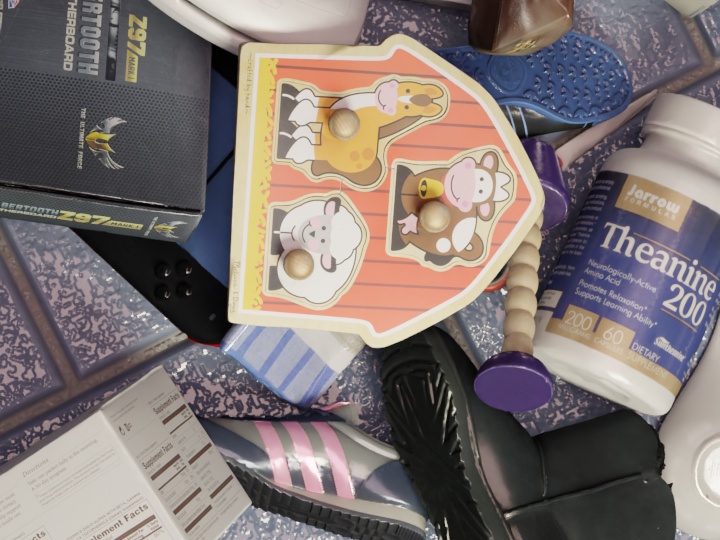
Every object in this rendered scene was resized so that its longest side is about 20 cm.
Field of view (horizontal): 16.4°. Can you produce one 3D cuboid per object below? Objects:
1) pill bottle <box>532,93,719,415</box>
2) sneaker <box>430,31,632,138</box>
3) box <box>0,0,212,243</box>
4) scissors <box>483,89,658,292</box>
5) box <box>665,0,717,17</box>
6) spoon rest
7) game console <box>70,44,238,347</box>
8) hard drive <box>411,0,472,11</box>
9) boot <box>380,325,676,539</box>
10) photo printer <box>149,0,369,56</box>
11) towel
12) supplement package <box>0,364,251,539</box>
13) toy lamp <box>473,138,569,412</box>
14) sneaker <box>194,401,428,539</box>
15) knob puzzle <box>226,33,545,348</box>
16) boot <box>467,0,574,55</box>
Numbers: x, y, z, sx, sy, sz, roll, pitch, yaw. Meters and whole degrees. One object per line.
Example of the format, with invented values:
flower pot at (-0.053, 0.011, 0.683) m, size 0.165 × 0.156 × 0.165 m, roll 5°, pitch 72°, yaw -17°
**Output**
pill bottle at (0.197, -0.013, 1.686) m, size 0.111 × 0.111 × 0.200 m, roll 26°, pitch 83°, yaw -6°
sneaker at (0.088, -0.121, 1.704) m, size 0.200 × 0.078 × 0.070 m, roll -3°, pitch 80°, yaw -30°
box at (-0.177, -0.125, 1.606) m, size 0.157 × 0.051 × 0.200 m, roll 9°, pitch 65°, yaw -16°
scissors at (0.120, -0.071, 1.727) m, size 0.073 × 0.014 × 0.200 m, roll 40°, pitch 83°, yaw -2°
box at (0.252, -0.291, 1.705) m, size 0.109 × 0.128 × 0.200 m, roll 36°, pitch 82°, yaw -3°
spoon rest at (0.259, 0.088, 1.723) m, size 0.099 × 0.061 × 0.201 m, roll 11°, pitch 98°, yaw -6°
game console at (-0.086, -0.066, 1.644) m, size 0.177 × 0.031 × 0.200 m, roll 41°, pitch 90°, yaw 20°
hard drive at (0.092, -0.276, 1.712) m, size 0.132 × 0.025 × 0.200 m, roll 12°, pitch 84°, yaw 14°
boot at (0.115, 0.116, 1.665) m, size 0.168 × 0.076 × 0.201 m, roll -13°, pitch 77°, yaw -37°
photo printer at (-0.065, -0.219, 1.624) m, size 0.166 × 0.069 × 0.200 m, roll 27°, pitch 45°, yaw -16°
towel at (0.000, 0.000, 1.638) m, size 0.024 × 0.147 × 0.200 m, roll 41°, pitch 87°, yaw 26°
supplement package at (-0.192, 0.167, 1.565) m, size 0.200 × 0.156 × 0.111 m, roll -32°, pitch 92°, yaw 12°
toy lamp at (0.106, -0.002, 1.648) m, size 0.058 × 0.058 × 0.200 m, roll 15°, pitch 52°, yaw -7°
sneaker at (-0.043, 0.120, 1.672) m, size 0.200 × 0.070 × 0.082 m, roll 20°, pitch 67°, yaw -9°
knob puzzle at (0.020, -0.049, 1.562) m, size 0.219 × 0.030 × 0.220 m, roll -1°, pitch 97°, yaw -10°
boot at (0.140, -0.236, 1.601) m, size 0.064 × 0.186 × 0.200 m, roll 20°, pitch 72°, yaw -27°
